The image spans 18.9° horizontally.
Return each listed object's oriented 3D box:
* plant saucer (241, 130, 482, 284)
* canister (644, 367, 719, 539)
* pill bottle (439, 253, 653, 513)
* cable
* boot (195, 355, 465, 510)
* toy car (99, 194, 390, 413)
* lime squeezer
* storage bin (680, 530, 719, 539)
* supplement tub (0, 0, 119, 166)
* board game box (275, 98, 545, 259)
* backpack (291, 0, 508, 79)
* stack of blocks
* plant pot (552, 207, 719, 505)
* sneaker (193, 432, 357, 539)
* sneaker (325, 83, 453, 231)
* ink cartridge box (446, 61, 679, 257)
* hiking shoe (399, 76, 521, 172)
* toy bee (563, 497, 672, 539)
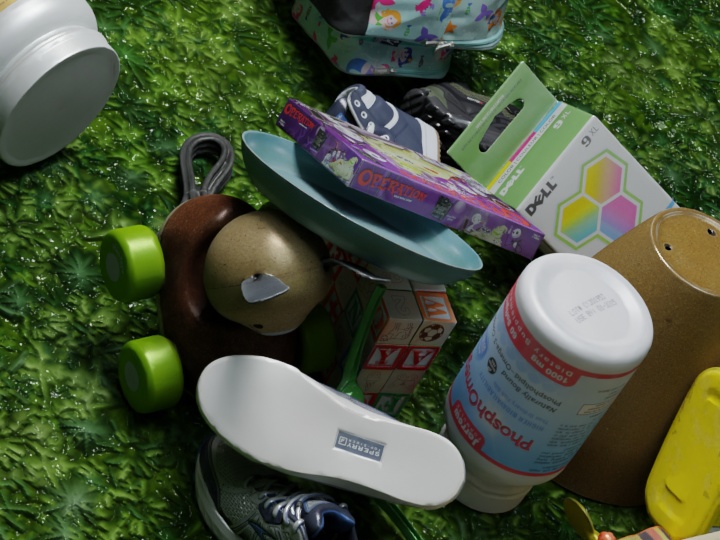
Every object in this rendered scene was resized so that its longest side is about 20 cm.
[{"bbox_3d":[-0.004,-0.041,1.570,0.199,0.028,0.200,28,12,-6],"label":"plant saucer"},{"bbox_3d":[0.333,0.152,1.691,0.199,0.150,0.087,8,24,-35],"label":"canister"},{"bbox_3d":[0.128,0.089,1.615,0.108,0.201,0.109,16,42,-15],"label":"pill bottle"},{"bbox_3d":[-0.131,-0.036,1.730,0.096,0.051,0.201,-5,37,-12],"label":"cable"},{"bbox_3d":[-0.026,0.121,1.530,0.199,0.090,0.073,25,78,-4],"label":"boot"},{"bbox_3d":[-0.067,0.020,1.544,0.163,0.199,0.159,-12,94,-31],"label":"toy car"},{"bbox_3d":[0.001,0.113,1.598,0.038,0.070,0.202,-12,94,-45],"label":"lime squeezer"},{"bbox_3d":[0.173,0.278,1.435,0.198,0.094,0.200,-15,54,14],"label":"storage bin"},{"bbox_3d":[-0.297,-0.193,1.693,0.200,0.145,0.144,46,43,17],"label":"supplement tub"},{"bbox_3d":[0.040,-0.070,1.676,0.199,0.032,0.120,20,18,-40],"label":"board game box"},{"bbox_3d":[0.040,-0.260,1.942,0.198,0.152,0.178,-7,35,-26],"label":"backpack"},{"bbox_3d":[0.000,0.000,1.696,0.058,0.116,0.201,4,46,-27],"label":"stack of blocks"},{"bbox_3d":[0.226,0.052,1.712,0.185,0.201,0.187,17,42,-16],"label":"plant pot"},{"bbox_3d":[-0.041,0.180,1.513,0.077,0.085,0.200,-18,59,-41],"label":"sneaker"},{"bbox_3d":[0.014,-0.077,1.799,0.108,0.070,0.201,32,30,-25],"label":"sneaker"},{"bbox_3d":[0.176,-0.069,1.808,0.200,0.104,0.059,44,-6,-30],"label":"ink cartridge box"},{"bbox_3d":[0.133,-0.106,1.910,0.200,0.076,0.100,43,46,16],"label":"hiking shoe"},{"bbox_3d":[0.184,0.231,1.577,0.131,0.109,0.200,37,40,7],"label":"toy bee"}]
